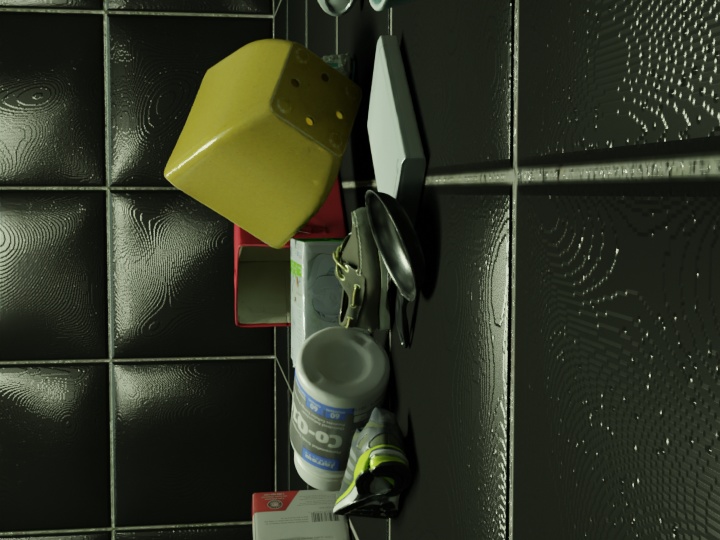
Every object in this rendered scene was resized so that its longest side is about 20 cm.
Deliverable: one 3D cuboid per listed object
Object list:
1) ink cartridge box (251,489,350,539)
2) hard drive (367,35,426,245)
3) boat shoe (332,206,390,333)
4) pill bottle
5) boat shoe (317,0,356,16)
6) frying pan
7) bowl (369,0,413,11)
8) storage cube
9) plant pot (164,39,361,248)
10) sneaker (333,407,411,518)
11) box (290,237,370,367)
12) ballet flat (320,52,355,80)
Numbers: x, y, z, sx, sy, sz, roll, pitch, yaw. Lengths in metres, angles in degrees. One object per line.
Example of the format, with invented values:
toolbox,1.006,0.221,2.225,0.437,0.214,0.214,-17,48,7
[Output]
ink cartridge box,-0.088,0.430,1.606,0.201,0.144,0.084,-102,13,-57
hard drive,0.035,-0.136,1.141,0.133,0.026,0.202,98,168,-46
boat shoe,0.000,0.003,1.188,0.203,0.059,0.073,86,179,-54
pill bottle,-0.029,0.174,1.303,0.202,0.112,0.115,98,168,-46
boat shoe,-0.023,-0.401,1.370,0.202,0.069,0.072,103,168,-49
frying pan,0.046,0.007,1.059,0.115,0.031,0.193,-137,26,-66
bowl,0.062,-0.270,0.688,0.201,0.103,0.205,179,90,-81
storage cube,-0.116,-0.036,1.685,0.202,0.168,0.181,98,169,-45
plant pot,-0.106,-0.186,1.406,0.199,0.193,0.198,-28,38,49
sneaker,0.015,0.222,1.195,0.201,0.073,0.082,116,160,-56
box,-0.047,0.046,1.472,0.200,0.095,0.180,-166,75,-81
ballet flat,-0.050,-0.261,1.585,0.200,0.070,0.073,108,160,-67
